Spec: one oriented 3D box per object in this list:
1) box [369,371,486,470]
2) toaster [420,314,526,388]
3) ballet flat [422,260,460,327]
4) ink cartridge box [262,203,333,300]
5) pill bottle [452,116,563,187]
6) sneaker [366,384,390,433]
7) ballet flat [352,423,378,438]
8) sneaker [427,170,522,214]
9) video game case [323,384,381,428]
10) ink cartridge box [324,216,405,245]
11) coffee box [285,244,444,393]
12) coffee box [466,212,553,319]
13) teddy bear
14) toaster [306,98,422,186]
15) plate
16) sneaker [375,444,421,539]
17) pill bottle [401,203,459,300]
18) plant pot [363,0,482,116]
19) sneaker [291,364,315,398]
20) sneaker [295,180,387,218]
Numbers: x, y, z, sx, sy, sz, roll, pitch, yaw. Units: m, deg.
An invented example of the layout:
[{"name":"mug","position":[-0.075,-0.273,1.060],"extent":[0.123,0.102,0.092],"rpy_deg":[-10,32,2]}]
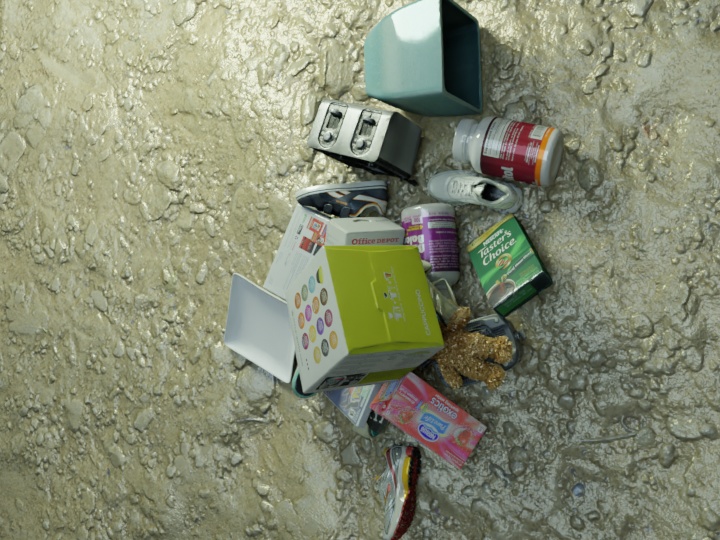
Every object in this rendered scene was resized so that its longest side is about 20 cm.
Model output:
[{"name":"box","position":[0.130,0.285,1.513],"extent":[0.199,0.095,0.103],"rpy_deg":[37,82,-12]},{"name":"toaster","position":[0.226,0.161,1.519],"extent":[0.198,0.129,0.115],"rpy_deg":[-25,77,19]},{"name":"ballet flat","position":[0.127,0.022,1.497],"extent":[0.062,0.067,0.201],"rpy_deg":[-37,89,-4]},{"name":"ink cartridge box","position":[-0.091,-0.015,1.687],"extent":[0.174,0.084,0.202],"rpy_deg":[28,99,23]},{"name":"pill bottle","position":[0.287,-0.237,1.521],"extent":[0.198,0.113,0.115],"rpy_deg":[16,94,24]},{"name":"sneaker","position":[0.074,0.241,1.600],"extent":[0.076,0.088,0.203],"rpy_deg":[22,93,42]},{"name":"ballet flat","position":[0.018,0.252,1.643],"extent":[0.069,0.069,0.203],"rpy_deg":[10,92,23]},{"name":"sneaker","position":[0.224,-0.164,1.563],"extent":[0.198,0.081,0.076],"rpy_deg":[11,94,25]},{"name":"video game case","position":[-0.007,0.197,1.625],"extent":[0.182,0.023,0.202],"rpy_deg":[32,103,56]},{"name":"ink cartridge box","position":[0.000,0.000,1.579],"extent":[0.087,0.144,0.203],"rpy_deg":[31,120,52]},{"name":"coffee box","position":[0.002,0.085,1.394],"extent":[0.198,0.198,0.202],"rpy_deg":[-45,52,52]},{"name":"coffee box","position":[0.281,-0.012,1.488],"extent":[0.123,0.044,0.201],"rpy_deg":[-38,33,19]},{"name":"teddy bear","position":[0.182,0.145,1.424],"extent":[0.199,0.067,0.146],"rpy_deg":[37,114,14]},{"name":"toaster","position":[0.019,-0.266,1.606],"extent":[0.179,0.199,0.120],"rpy_deg":[19,92,30]},{"name":"plate","position":[-0.213,0.125,1.732],"extent":[0.198,0.032,0.202],"rpy_deg":[27,123,22]},{"name":"sneaker","position":[0.071,0.461,1.608],"extent":[0.081,0.078,0.203],"rpy_deg":[5,80,27]},{"name":"pill bottle","position":[0.143,-0.028,1.573],"extent":[0.111,0.112,0.203],"rpy_deg":[-7,84,23]},{"name":"plant pot","position":[0.116,-0.417,1.567],"extent":[0.198,0.195,0.199],"rpy_deg":[-3,87,31]},{"name":"sneaker","position":[-0.085,0.180,1.663],"extent":[0.078,0.140,0.201],"rpy_deg":[41,79,-4]},{"name":"sneaker","position":[-0.039,-0.142,1.651],"extent":[0.197,0.078,0.081],"rpy_deg":[-5,85,1]}]
